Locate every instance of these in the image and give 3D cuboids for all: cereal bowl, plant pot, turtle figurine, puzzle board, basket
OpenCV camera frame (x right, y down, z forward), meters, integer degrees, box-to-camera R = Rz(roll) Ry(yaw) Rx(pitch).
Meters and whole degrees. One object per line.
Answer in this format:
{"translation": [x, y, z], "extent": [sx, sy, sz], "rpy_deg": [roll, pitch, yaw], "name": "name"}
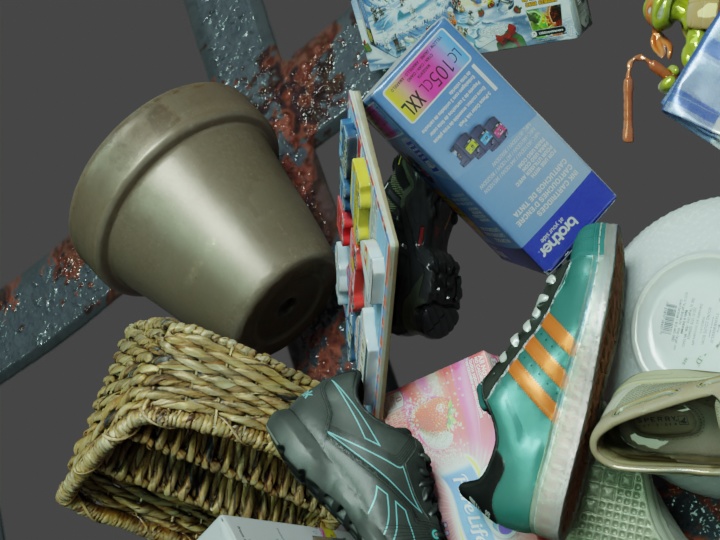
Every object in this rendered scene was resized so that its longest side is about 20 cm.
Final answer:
{"translation": [0.235, 0.045, 0.702], "extent": [0.197, 0.083, 0.204], "rpy_deg": [-9, 73, 33], "name": "cereal bowl"}
{"translation": [-0.113, -0.026, 0.902], "extent": [0.174, 0.199, 0.201], "rpy_deg": [43, 103, 25], "name": "plant pot"}
{"translation": [0.263, -0.172, 0.753], "extent": [0.159, 0.064, 0.203], "rpy_deg": [9, 74, 29], "name": "turtle figurine"}
{"translation": [0.000, 0.000, 0.764], "extent": [0.017, 0.202, 0.152], "rpy_deg": [-5, 47, -8], "name": "puzzle board"}
{"translation": [-0.099, 0.141, 0.803], "extent": [0.142, 0.198, 0.151], "rpy_deg": [-10, 56, 60], "name": "basket"}

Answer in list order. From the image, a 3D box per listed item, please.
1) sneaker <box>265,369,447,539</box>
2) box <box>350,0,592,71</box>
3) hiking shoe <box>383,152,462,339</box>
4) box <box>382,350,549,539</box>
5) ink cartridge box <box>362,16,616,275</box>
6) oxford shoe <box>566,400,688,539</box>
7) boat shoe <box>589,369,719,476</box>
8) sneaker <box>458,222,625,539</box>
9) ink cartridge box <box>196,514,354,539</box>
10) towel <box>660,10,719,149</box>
{"translation": [0.023, 0.151, 0.701], "extent": [0.079, 0.076, 0.200], "rpy_deg": [-37, 72, -14], "name": "sneaker"}
{"translation": [0.077, -0.245, 0.874], "extent": [0.197, 0.040, 0.139], "rpy_deg": [-1, 117, 35], "name": "box"}
{"translation": [0.028, -0.045, 0.879], "extent": [0.099, 0.075, 0.204], "rpy_deg": [-4, 76, 31], "name": "hiking shoe"}
{"translation": [0.096, 0.172, 0.755], "extent": [0.094, 0.102, 0.203], "rpy_deg": [-26, 63, 27], "name": "box"}
{"translation": [0.094, -0.074, 0.765], "extent": [0.200, 0.136, 0.076], "rpy_deg": [43, 90, -6], "name": "ink cartridge box"}
{"translation": [0.172, 0.165, 0.707], "extent": [0.075, 0.058, 0.202], "rpy_deg": [-34, 76, 15], "name": "oxford shoe"}
{"translation": [0.224, 0.086, 0.607], "extent": [0.198, 0.065, 0.073], "rpy_deg": [-10, 103, 40], "name": "boat shoe"}
{"translation": [0.114, 0.061, 0.683], "extent": [0.079, 0.071, 0.203], "rpy_deg": [12, 78, 23], "name": "sneaker"}
{"translation": [-0.063, 0.263, 0.784], "extent": [0.145, 0.199, 0.084], "rpy_deg": [-47, 53, 15], "name": "ink cartridge box"}
{"translation": [0.310, -0.112, 0.684], "extent": [0.199, 0.024, 0.148], "rpy_deg": [36, 102, 16], "name": "towel"}
